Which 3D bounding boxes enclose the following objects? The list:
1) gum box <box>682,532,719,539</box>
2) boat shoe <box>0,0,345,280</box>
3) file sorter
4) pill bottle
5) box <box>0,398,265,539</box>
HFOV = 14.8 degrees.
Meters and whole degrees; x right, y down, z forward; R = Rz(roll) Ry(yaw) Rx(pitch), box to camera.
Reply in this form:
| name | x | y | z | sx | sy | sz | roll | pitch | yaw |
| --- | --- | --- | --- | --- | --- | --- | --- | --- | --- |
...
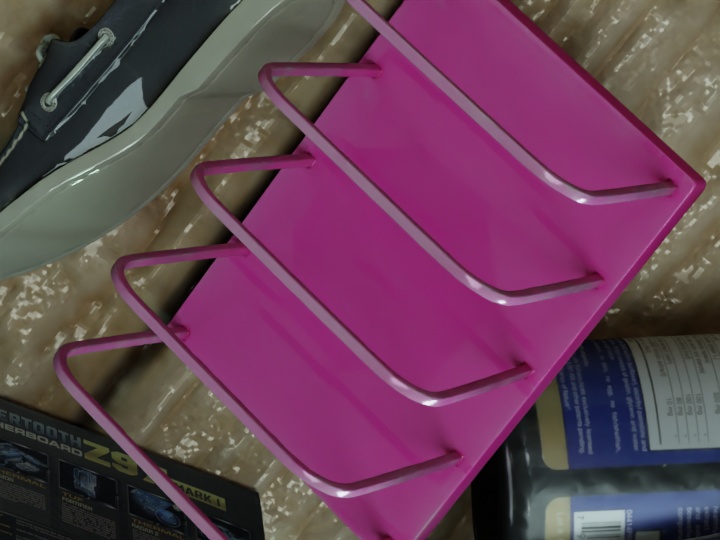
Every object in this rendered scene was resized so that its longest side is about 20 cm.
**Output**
| name | x | y | z | sx | sy | sz | roll | pitch | yaw |
| --- | --- | --- | --- | --- | --- | --- | --- | --- | --- |
| gum box | 0.120 | 0.185 | 1.131 | 0.169 | 0.045 | 0.201 | -10 | 141 | 1 |
| boat shoe | -0.094 | -0.070 | 1.073 | 0.200 | 0.073 | 0.063 | -39 | 72 | 20 |
| file sorter | 0.000 | 0.000 | 1.037 | 0.139 | 0.125 | 0.200 | 44 | 110 | 18 |
| pill bottle | 0.149 | 0.081 | 1.137 | 0.198 | 0.112 | 0.113 | -2 | 118 | -5 |
| box | -0.131 | 0.115 | 1.097 | 0.199 | 0.158 | 0.051 | 22 | 114 | -18 |
